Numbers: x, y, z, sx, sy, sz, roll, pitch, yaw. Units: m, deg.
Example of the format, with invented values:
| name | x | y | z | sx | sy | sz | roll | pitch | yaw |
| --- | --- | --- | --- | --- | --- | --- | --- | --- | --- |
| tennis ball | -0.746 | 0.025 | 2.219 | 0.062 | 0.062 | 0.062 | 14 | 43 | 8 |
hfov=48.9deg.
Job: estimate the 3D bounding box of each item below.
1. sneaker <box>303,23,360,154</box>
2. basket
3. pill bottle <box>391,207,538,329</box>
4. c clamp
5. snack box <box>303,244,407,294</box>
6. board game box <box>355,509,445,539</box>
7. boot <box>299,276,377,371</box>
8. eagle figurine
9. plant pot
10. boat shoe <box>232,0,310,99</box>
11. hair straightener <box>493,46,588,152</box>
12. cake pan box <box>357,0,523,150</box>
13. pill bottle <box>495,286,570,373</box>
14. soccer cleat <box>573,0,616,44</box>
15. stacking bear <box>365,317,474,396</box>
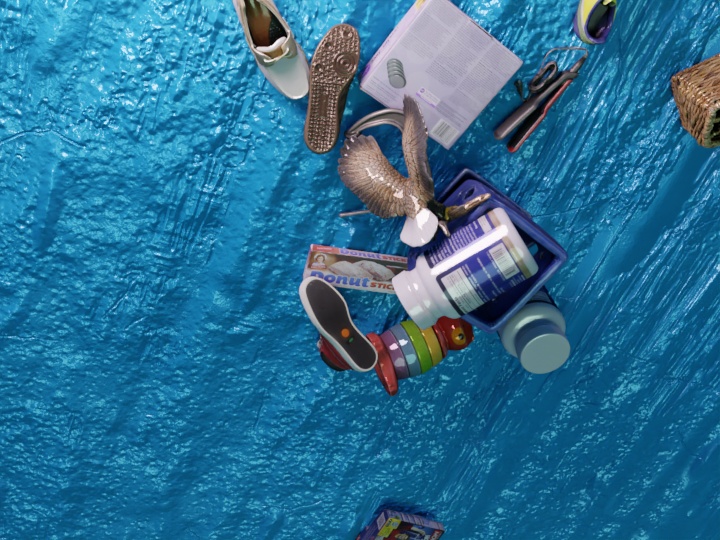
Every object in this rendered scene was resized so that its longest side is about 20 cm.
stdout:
| name | x | y | z | sx | sy | sz | roll | pitch | yaw |
| --- | --- | --- | --- | --- | --- | --- | --- | --- | --- |
| sneaker | -0.051 | -0.281 | 1.231 | 0.070 | 0.076 | 0.200 | 15 | 98 | -7 |
| basket | 0.640 | -0.279 | 1.295 | 0.200 | 0.149 | 0.143 | -26 | 123 | 7 |
| pill bottle | 0.156 | 0.002 | 1.199 | 0.200 | 0.116 | 0.116 | -31 | 122 | 11 |
| c clamp | 0.029 | -0.172 | 1.302 | 0.171 | 0.027 | 0.200 | -4 | 129 | 11 |
| snack box | 0.000 | 0.000 | 1.440 | 0.200 | 0.024 | 0.072 | 8 | 123 | -14 |
| board game box | 0.102 | 0.642 | 1.853 | 0.200 | 0.062 | 0.200 | 20 | 117 | -22 |
| boot | -0.067 | 0.105 | 1.460 | 0.072 | 0.144 | 0.200 | -39 | 101 | -26 |
| eagle figurine | 0.071 | -0.141 | 1.206 | 0.152 | 0.151 | 0.200 | -43 | 107 | -10 |
| plant pot | 0.199 | -0.046 | 1.352 | 0.200 | 0.180 | 0.200 | 32 | 113 | -25 |
| boat shoe | -0.133 | -0.335 | 1.174 | 0.075 | 0.068 | 0.200 | -27 | 123 | 9 |
| hair straightener | 0.290 | -0.289 | 1.292 | 0.077 | 0.041 | 0.200 | 33 | 112 | -27 |
| cake pan box | 0.128 | -0.312 | 1.245 | 0.200 | 0.052 | 0.184 | 29 | 116 | -25 |
| pill bottle | 0.305 | 0.091 | 1.446 | 0.120 | 0.200 | 0.120 | -4 | 124 | -7 |
| soccer cleat | 0.370 | -0.437 | 1.184 | 0.065 | 0.084 | 0.200 | 0 | 122 | -9 |
| stacking bear | 0.120 | 0.139 | 1.503 | 0.200 | 0.114 | 0.122 | -21 | 97 | -8 |
